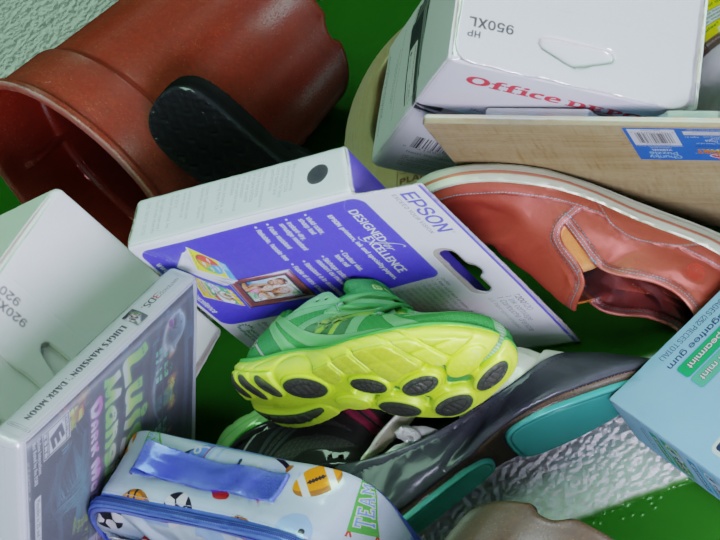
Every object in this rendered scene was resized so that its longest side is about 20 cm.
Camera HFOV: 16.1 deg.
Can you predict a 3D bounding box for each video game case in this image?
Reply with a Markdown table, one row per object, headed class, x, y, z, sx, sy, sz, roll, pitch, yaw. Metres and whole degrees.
| class | x | y | z | sx | sy | sz | roll | pitch | yaw |
| --- | --- | --- | --- | --- | --- | --- | --- | --- | --- |
| video game case | -0.148 | 0.125 | 1.460 | 0.023 | 0.200 | 0.182 | 19 | 38 | 21 |

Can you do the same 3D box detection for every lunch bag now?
| class | x | y | z | sx | sy | sz | roll | pitch | yaw |
| --- | --- | --- | --- | --- | --- | --- | --- | --- | --- |
| lunch bag | -0.054 | 0.159 | 1.415 | 0.200 | 0.160 | 0.076 | 6 | 55 | 40 |

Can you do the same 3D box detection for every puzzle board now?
| class | x | y | z | sx | sy | sz | roll | pitch | yaw |
| --- | --- | --- | --- | --- | --- | --- | --- | --- | --- |
| puzzle board | 0.153 | -0.060 | 1.453 | 0.200 | 0.151 | 0.017 | 2 | 70 | 22 |

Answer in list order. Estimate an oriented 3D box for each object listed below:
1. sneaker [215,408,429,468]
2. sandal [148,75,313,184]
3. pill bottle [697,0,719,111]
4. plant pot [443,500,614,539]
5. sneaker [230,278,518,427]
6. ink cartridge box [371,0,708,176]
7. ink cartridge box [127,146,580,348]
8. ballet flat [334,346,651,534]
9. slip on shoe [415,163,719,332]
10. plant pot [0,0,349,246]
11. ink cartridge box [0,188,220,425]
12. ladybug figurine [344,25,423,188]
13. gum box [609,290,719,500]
| class | x | y | z | sx | sy | sz | roll | pitch | yaw |
| --- | --- | --- | --- | --- | --- | --- | --- | --- | --- |
| sneaker | 0.008 | 0.096 | 1.514 | 0.200 | 0.077 | 0.084 | -33 | 52 | 15 |
| sandal | -0.044 | -0.052 | 1.610 | 0.075 | 0.200 | 0.048 | -42 | 6 | 38 |
| pill bottle | 0.218 | -0.149 | 1.556 | 0.109 | 0.109 | 0.200 | -30 | 39 | 9 |
| plant pot | 0.060 | 0.232 | 1.241 | 0.200 | 0.200 | 0.198 | 7 | 49 | 42 |
| sneaker | 0.006 | 0.038 | 1.438 | 0.200 | 0.074 | 0.084 | -6 | 50 | 44 |
| ink cartridge box | 0.101 | -0.113 | 1.482 | 0.200 | 0.145 | 0.084 | 131 | 149 | -71 |
| ink cartridge box | 0.000 | 0.000 | 1.504 | 0.200 | 0.198 | 0.043 | -11 | 57 | 29 |
| ballet flat | 0.071 | 0.085 | 1.450 | 0.200 | 0.073 | 0.073 | -31 | 38 | 1 |
| slip on shoe | 0.122 | -0.011 | 1.469 | 0.200 | 0.074 | 0.061 | 19 | 66 | 6 |
| plant pot | -0.124 | -0.112 | 1.732 | 0.201 | 0.201 | 0.195 | 17 | 55 | 46 |
| ink cartridge box | -0.217 | 0.065 | 1.599 | 0.200 | 0.147 | 0.145 | -20 | 34 | 54 |
| ladybug figurine | 0.059 | -0.091 | 1.649 | 0.136 | 0.072 | 0.200 | -13 | 44 | 27 |
| gum box | 0.257 | 0.064 | 1.362 | 0.170 | 0.045 | 0.200 | -44 | 38 | -8 |
